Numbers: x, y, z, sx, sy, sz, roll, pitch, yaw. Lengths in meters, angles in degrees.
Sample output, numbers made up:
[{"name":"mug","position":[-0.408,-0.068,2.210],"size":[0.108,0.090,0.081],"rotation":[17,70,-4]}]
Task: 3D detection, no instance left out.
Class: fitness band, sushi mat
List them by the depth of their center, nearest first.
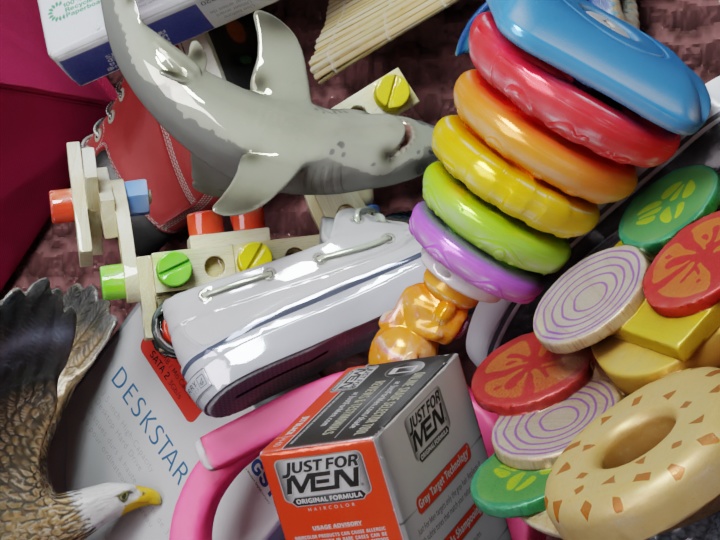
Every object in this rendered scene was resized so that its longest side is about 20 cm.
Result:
[{"name":"fitness band","position":[-0.005,0.125,1.365],"size":[0.199,0.037,0.144],"rotation":[-25,81,23]},{"name":"sushi mat","position":[0.050,-0.169,1.423],"size":[0.200,0.012,0.096],"rotation":[-28,38,42]}]

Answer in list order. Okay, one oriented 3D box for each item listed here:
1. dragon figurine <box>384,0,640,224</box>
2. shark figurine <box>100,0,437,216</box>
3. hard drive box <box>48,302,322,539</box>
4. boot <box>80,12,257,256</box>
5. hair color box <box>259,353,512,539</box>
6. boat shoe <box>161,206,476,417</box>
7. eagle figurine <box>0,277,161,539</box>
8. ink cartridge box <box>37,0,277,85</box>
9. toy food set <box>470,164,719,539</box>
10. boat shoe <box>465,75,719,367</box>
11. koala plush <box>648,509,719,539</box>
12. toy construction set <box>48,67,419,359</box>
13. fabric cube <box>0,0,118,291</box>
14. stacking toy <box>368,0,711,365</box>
[{"name":"dragon figurine","position":[0.088,-0.102,1.391],"size":[0.200,0.059,0.100],"rotation":[-36,63,29]},{"name":"shark figurine","position":[-0.079,-0.081,1.384],"size":[0.214,0.128,0.090],"rotation":[39,148,11]},{"name":"hard drive box","position":[-0.098,0.125,1.520],"size":[0.200,0.077,0.156],"rotation":[-52,57,24]},{"name":"boot","position":[-0.119,-0.116,1.566],"size":[0.144,0.072,0.201],"rotation":[-27,73,37]},{"name":"hair color box","position":[0.027,0.149,1.269],"size":[0.061,0.101,0.201],"rotation":[-8,106,27]},{"name":"boat shoe","position":[0.000,0.000,1.370],"size":[0.067,0.199,0.074],"rotation":[63,163,17]},{"name":"eagle figurine","position":[-0.177,0.109,1.463],"size":[0.151,0.150,0.201],"rotation":[-9,91,50]},{"name":"ink cartridge box","position":[-0.086,-0.219,1.494],"size":[0.196,0.043,0.201],"rotation":[-22,58,13]},{"name":"toy food set","position":[0.131,0.038,1.221],"size":[0.200,0.049,0.198],"rotation":[-47,27,-13]},{"name":"boat shoe","position":[0.132,-0.003,1.344],"size":[0.200,0.072,0.068],"rotation":[-44,60,22]},{"name":"koala plush","position":[0.155,0.130,1.273],"size":[0.177,0.183,0.201],"rotation":[-38,42,29]},{"name":"toy construction set","position":[-0.062,-0.025,1.445],"size":[0.199,0.092,0.132],"rotation":[-8,86,8]},{"name":"fabric cube","position":[-0.296,-0.090,1.627],"size":[0.200,0.200,0.196],"rotation":[-53,55,23]},{"name":"stacking toy","position":[0.062,-0.027,1.292],"size":[0.201,0.109,0.116],"rotation":[-59,13,14]}]
